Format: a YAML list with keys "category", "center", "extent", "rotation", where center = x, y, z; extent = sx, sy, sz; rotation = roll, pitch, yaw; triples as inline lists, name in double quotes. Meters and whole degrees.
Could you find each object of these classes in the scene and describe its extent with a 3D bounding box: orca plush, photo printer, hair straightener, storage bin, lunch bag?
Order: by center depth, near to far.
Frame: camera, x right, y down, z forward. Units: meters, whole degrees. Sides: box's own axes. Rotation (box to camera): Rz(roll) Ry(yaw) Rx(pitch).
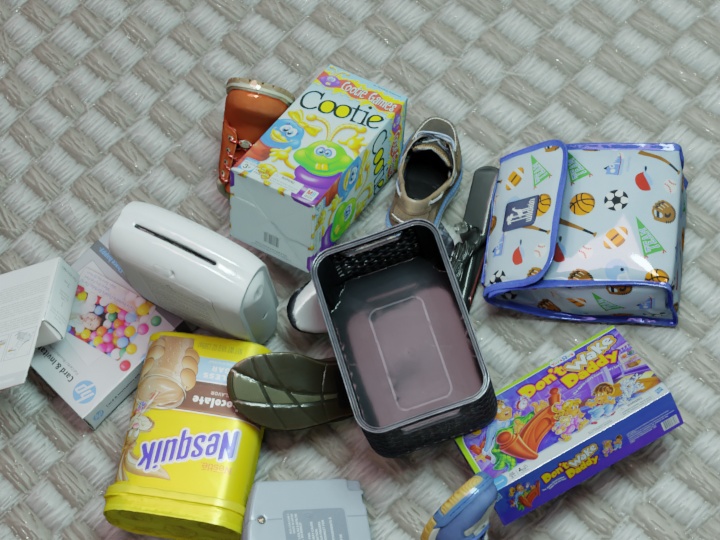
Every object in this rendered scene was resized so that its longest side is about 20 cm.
- category: "storage bin"
  center: [0.043, 0.067, 1.578]
  extent: [0.135, 0.094, 0.201]
  rotation: [-19, 65, 2]
- category: "photo printer"
  center: [-0.169, 0.003, 1.635]
  extent: [0.166, 0.200, 0.070]
  rotation: [26, 77, 10]
- category: "lunch bag"
  center: [0.229, -0.041, 1.643]
  extent: [0.199, 0.124, 0.171]
  rotation: [3, 66, 17]
- category: "hair straightener"
  center: [0.107, -0.024, 1.692]
  extent: [0.041, 0.077, 0.201]
  rotation: [11, 70, 35]
- category: "orca plush"
  center: [0.000, 0.000, 1.710]
  extent: [0.200, 0.105, 0.071]
  rotation: [-41, 28, -11]

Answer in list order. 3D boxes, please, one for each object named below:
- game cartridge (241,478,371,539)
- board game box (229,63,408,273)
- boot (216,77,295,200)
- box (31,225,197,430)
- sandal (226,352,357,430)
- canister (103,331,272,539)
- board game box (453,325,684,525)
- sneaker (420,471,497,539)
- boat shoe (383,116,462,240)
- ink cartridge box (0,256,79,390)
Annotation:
- category: "game cartridge"
  center: [-0.049, 0.302, 1.562]
  extent: [0.133, 0.040, 0.201]
  rotation: [3, 60, -23]
- category: "board game box"
  center: [-0.044, -0.112, 1.711]
  extent: [0.105, 0.103, 0.200]
  rotation: [25, 50, 17]
- category: "boot"
  center: [-0.120, -0.139, 1.740]
  extent: [0.075, 0.200, 0.108]
  rotation: [13, 73, -1]
- category: "box"
  center: [-0.275, 0.053, 1.767]
  extent: [0.200, 0.041, 0.156]
  rotation: [-45, 63, -8]
- category: "sandal"
  center: [-0.043, 0.118, 1.648]
  extent: [0.199, 0.055, 0.082]
  rotation: [-8, 89, -21]
- category: "canister"
  center: [-0.172, 0.172, 1.654]
  extent: [0.148, 0.087, 0.201]
  rotation: [7, 65, 7]
- category: "board game box"
  center: [0.196, 0.150, 1.569]
  extent: [0.200, 0.045, 0.135]
  rotation: [-30, 31, -2]
- category: "sneaker"
  center: [0.099, 0.273, 1.504]
  extent: [0.088, 0.200, 0.075]
  rotation: [40, 43, 21]
- category: "boat shoe"
  center: [0.076, -0.108, 1.709]
  extent: [0.072, 0.073, 0.200]
  rotation: [14, 44, 0]
- category: "ink cartridge box"
  center: [-0.410, 0.083, 1.731]
  extent: [0.199, 0.044, 0.174]
  rotation: [-15, 46, 24]
